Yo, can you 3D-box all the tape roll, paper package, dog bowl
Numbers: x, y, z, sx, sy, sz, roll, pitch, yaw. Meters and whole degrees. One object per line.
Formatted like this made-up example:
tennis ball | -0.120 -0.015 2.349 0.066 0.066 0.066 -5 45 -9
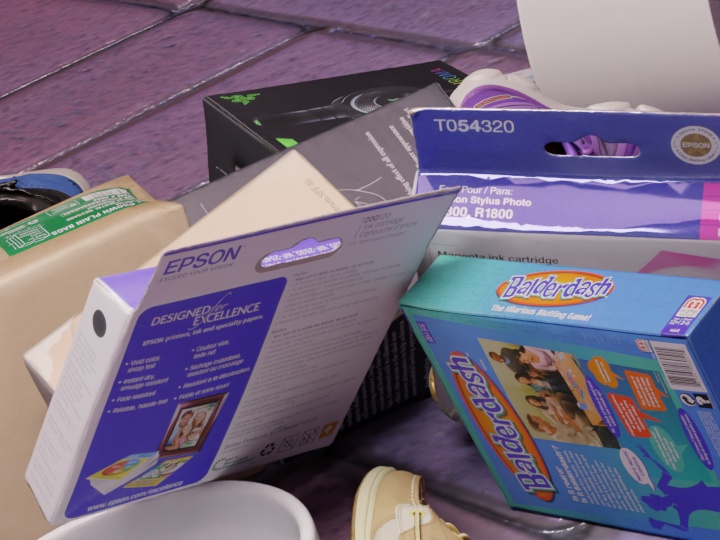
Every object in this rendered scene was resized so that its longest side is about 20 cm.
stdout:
tape roll | 0.205 -0.197 1.823 0.138 0.204 0.203 -10 23 20
paper package | -0.182 0.068 1.507 0.199 0.192 0.103 -24 22 -18
dog bowl | -0.107 0.193 1.295 0.199 0.079 0.200 -15 22 6

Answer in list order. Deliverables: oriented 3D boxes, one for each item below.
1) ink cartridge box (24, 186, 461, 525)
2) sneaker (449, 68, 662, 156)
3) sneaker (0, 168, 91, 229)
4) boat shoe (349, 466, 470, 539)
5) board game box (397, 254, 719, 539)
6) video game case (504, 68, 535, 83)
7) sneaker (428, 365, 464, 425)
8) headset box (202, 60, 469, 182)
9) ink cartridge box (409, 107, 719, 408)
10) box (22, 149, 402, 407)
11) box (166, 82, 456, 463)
ink cartridge box | -0.062 0.032 1.303 0.197 0.201 0.043 -13 52 -40
sneaker | 0.148 -0.066 1.647 0.198 0.081 0.084 12 27 -18
sneaker | -0.320 -0.032 2.018 0.198 0.077 0.111 -8 13 9
boat shoe | 0.028 0.163 1.286 0.066 0.075 0.200 -2 25 6
board game box | 0.130 0.068 1.299 0.199 0.153 0.045 6 44 46
video game case | 0.073 -0.104 1.947 0.198 0.024 0.182 -13 22 14
sneaker | 0.131 0.042 1.506 0.199 0.076 0.088 -22 3 -10
headset box | -0.001 -0.070 1.740 0.198 0.094 0.174 -10 22 -19
ink cartridge box | 0.128 0.001 1.357 0.195 0.201 0.044 2 46 14
box | -0.081 0.035 1.425 0.200 0.078 0.095 -39 57 -14
box | 0.000 0.000 1.563 0.199 0.107 0.149 -24 53 -15
